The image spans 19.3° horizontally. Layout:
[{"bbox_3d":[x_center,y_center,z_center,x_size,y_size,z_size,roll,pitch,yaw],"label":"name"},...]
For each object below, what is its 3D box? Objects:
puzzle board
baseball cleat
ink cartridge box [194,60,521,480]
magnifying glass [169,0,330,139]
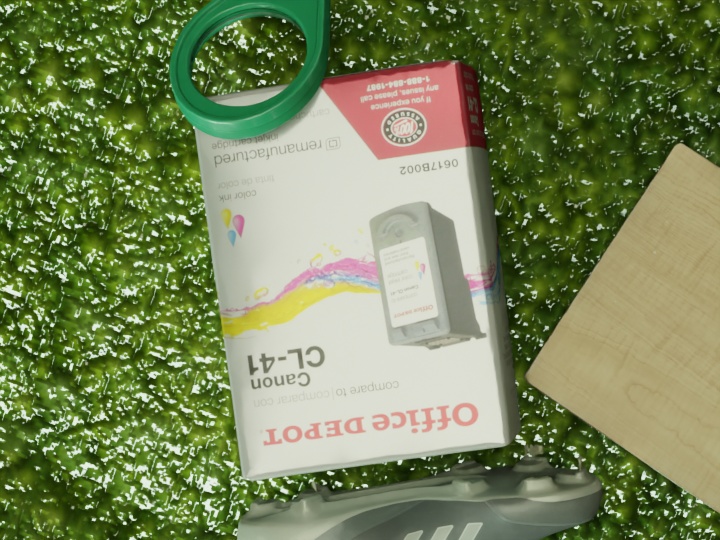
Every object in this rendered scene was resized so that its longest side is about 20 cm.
[{"bbox_3d":[0.209,0.050,1.115,0.200,0.017,0.151,34,94,6],"label":"puzzle board"},{"bbox_3d":[0.035,0.155,1.123,0.199,0.070,0.107,-8,96,18],"label":"baseball cleat"},{"bbox_3d":[0.000,0.000,1.110,0.147,0.086,0.201,-8,88,8],"label":"ink cartridge box"},{"bbox_3d":[-0.032,-0.152,1.100,0.079,0.022,0.201,18,66,23],"label":"magnifying glass"}]
